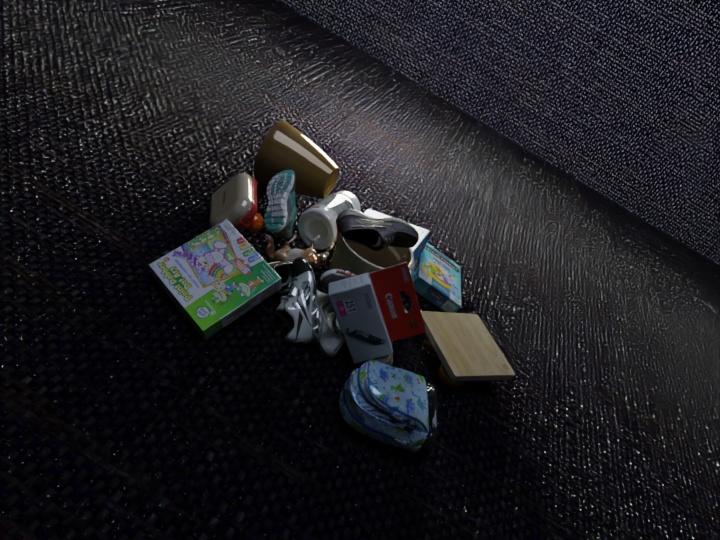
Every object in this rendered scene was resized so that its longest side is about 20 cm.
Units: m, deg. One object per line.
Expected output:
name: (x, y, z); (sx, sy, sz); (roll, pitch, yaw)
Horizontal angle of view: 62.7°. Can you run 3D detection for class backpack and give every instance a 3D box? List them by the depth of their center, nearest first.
backpack: (0.056, 0.264, 1.173); (0.197, 0.155, 0.164); (12, 41, -4)

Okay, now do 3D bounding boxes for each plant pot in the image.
plant pot: (0.000, 0.000, 1.422); (0.198, 0.185, 0.202); (21, 34, -15)
plant pot: (-0.166, -0.291, 1.653); (0.198, 0.188, 0.187); (27, 32, 9)

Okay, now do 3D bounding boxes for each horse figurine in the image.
horse figurine: (-0.154, -0.044, 1.442); (0.197, 0.051, 0.133); (4, 34, 18)

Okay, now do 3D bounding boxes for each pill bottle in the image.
pill bottle: (-0.079, -0.143, 1.616); (0.113, 0.115, 0.200); (34, 33, 7)

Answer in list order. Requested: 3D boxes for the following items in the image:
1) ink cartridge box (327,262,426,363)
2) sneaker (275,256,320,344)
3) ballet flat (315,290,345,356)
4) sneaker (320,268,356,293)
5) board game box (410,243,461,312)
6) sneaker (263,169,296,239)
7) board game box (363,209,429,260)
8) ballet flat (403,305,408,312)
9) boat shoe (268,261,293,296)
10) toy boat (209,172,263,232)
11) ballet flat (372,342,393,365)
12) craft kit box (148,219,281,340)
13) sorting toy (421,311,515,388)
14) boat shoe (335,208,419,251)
ink cartridge box: (0.040, 0.094, 1.247); (0.171, 0.202, 0.044); (-15, 34, 6)
sneaker: (-0.143, 0.062, 1.290); (0.087, 0.074, 0.203); (2, 64, -25)
ballet flat: (-0.072, 0.103, 1.332); (0.069, 0.070, 0.201); (11, 38, -27)
sneaker: (-0.011, 0.078, 1.315); (0.200, 0.077, 0.082); (41, 28, -23)
board game box: (0.215, 0.016, 1.674); (0.150, 0.047, 0.201); (34, 32, -14)
sneaker: (-0.201, -0.170, 1.548); (0.076, 0.091, 0.203); (-3, 60, 20)
board game box: (0.068, -0.082, 1.617); (0.193, 0.057, 0.200); (21, 31, 15)
ballet flat: (0.074, 0.056, 1.509); (0.201, 0.056, 0.067); (54, -1, 33)
boat shoe: (-0.208, 0.023, 1.318); (0.062, 0.075, 0.201); (4, 16, 33)
toy boat: (-0.293, -0.146, 1.472); (0.131, 0.130, 0.201); (45, 21, -37)
ballet flat: (0.050, 0.168, 1.372); (0.066, 0.047, 0.201); (-8, 31, 4)
craft kit box: (-0.300, 0.013, 1.227); (0.197, 0.049, 0.200); (-37, 67, -24)
sorting toy: (0.246, 0.201, 1.454); (0.196, 0.070, 0.201); (6, 40, -33)
boat shoe: (0.039, -0.076, 1.331); (0.197, 0.075, 0.074); (10, 47, -14)
